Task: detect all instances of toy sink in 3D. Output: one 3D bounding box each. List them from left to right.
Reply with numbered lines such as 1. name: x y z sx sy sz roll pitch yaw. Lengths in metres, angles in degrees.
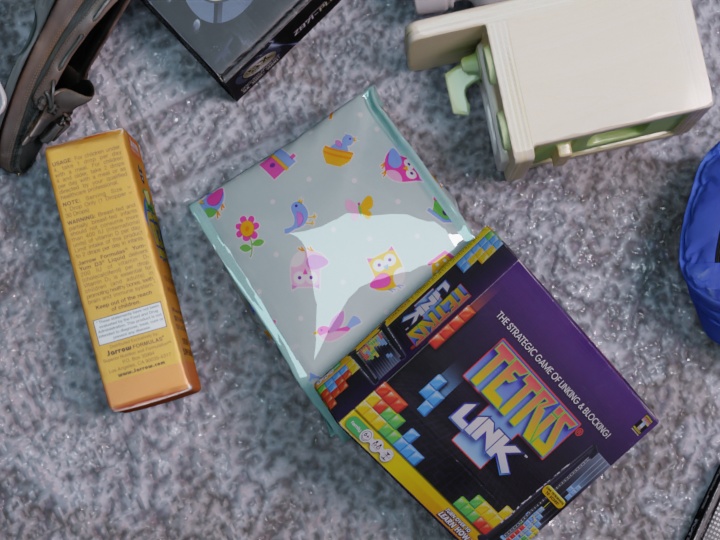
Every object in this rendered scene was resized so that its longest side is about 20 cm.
1. toy sink: 0.139 -0.133 1.336 0.198 0.130 0.113 -12 85 0

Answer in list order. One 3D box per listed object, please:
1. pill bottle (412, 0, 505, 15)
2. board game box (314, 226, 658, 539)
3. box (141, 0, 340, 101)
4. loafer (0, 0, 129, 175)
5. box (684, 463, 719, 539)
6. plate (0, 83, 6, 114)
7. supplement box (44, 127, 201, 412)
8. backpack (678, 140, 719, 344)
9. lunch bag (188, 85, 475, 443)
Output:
1. pill bottle: 0.130 -0.246 1.354 0.198 0.111 0.112 -11 85 2
2. board game box: 0.091 0.094 1.295 0.165 0.057 0.200 -42 125 4
3. box: -0.106 -0.258 1.376 0.164 0.086 0.200 -43 85 -1
4. loafer: -0.215 -0.148 1.346 0.063 0.072 0.201 27 118 3
5. box: 0.312 0.267 1.338 0.199 0.048 0.194 26 89 4
6. plate: -0.363 -0.154 1.373 0.199 0.032 0.201 -30 76 19
7. supplement box: -0.175 0.001 1.367 0.068 0.067 0.202 -17 85 0
8. backpack: 0.322 -0.027 1.286 0.199 0.168 0.163 9 62 30
9. lunch bag: 0.000 0.000 1.335 0.170 0.122 0.201 -34 79 -2
